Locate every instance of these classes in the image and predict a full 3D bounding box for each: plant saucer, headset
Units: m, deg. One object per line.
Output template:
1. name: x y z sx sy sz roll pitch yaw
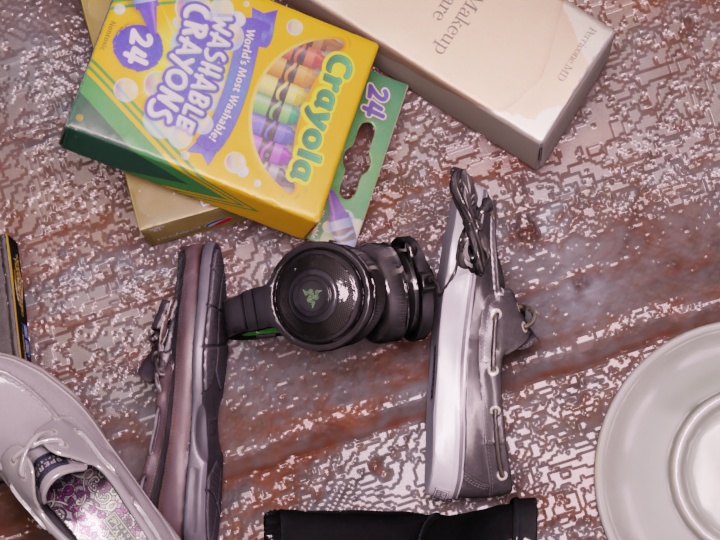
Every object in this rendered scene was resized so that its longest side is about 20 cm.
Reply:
1. plant saucer: 0.247 0.128 1.402 0.198 0.050 0.202 0 81 3
2. headset: 0.000 0.000 1.373 0.199 0.123 0.095 -13 84 42

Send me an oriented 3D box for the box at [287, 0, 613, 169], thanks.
1. box: 0.057 -0.161 1.443 0.199 0.078 0.095 31 84 8

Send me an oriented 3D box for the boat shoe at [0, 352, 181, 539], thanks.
1. boat shoe: -0.183 0.128 1.374 0.072 0.069 0.200 -36 80 -4

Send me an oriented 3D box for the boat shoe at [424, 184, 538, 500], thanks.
1. boat shoe: 0.080 0.047 1.418 0.066 0.070 0.202 5 82 -4

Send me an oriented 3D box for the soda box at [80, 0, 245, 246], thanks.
1. soda box: -0.133 -0.124 1.457 0.067 0.064 0.201 -15 80 1

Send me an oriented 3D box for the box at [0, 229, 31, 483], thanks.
1. box: -0.313 0.068 1.449 0.198 0.049 0.161 -8 79 3

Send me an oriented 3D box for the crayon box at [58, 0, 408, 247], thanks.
1. crayon box: -0.073 -0.105 1.399 0.199 0.052 0.127 21 74 -8

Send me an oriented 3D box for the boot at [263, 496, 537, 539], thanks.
1. boot: 0.020 0.171 1.341 0.161 0.198 0.074 5 79 -2

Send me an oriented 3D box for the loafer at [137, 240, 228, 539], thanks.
1. loafer: -0.120 0.081 1.425 0.062 0.072 0.202 1 84 8
